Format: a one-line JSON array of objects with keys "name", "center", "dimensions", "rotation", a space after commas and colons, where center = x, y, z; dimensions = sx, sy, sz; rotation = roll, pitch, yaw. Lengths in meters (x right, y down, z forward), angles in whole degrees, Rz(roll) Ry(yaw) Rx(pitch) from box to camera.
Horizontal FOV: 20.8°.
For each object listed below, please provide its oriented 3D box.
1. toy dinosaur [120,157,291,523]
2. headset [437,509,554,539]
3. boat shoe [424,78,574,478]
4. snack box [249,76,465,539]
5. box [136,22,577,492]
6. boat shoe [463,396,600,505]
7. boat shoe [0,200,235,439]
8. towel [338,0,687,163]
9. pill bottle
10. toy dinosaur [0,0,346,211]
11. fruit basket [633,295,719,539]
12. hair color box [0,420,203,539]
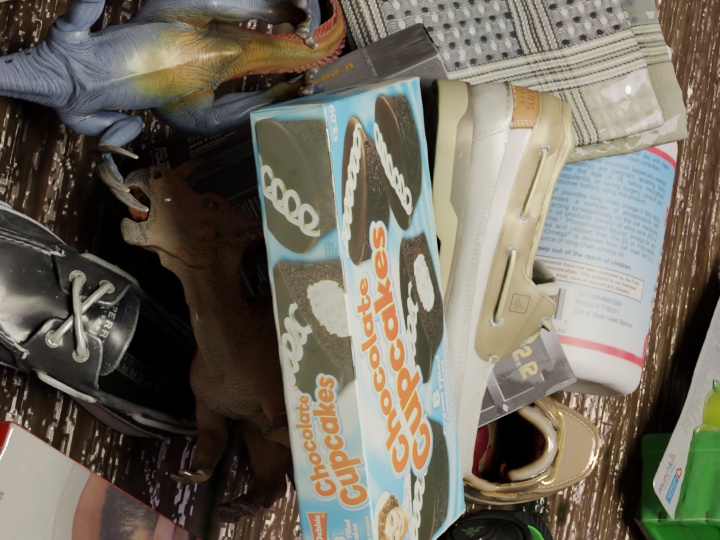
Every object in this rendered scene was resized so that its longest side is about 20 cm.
[{"name": "toy dinosaur", "center": [-0.032, 0.040, 0.910], "dimensions": [0.200, 0.085, 0.136], "rotation": [49, 42, -51]}, {"name": "headset", "center": [0.054, 0.199, 1.113], "dimensions": [0.200, 0.093, 0.125], "rotation": [8, 82, -62]}, {"name": "boat shoe", "center": [0.060, 0.011, 0.926], "dimensions": [0.068, 0.075, 0.202], "rotation": [2, 114, -5]}, {"name": "snack box", "center": [0.002, 0.024, 0.840], "dimensions": [0.116, 0.037, 0.202], "rotation": [-28, 113, -66]}, {"name": "box", "center": [0.000, 0.000, 0.979], "dimensions": [0.157, 0.048, 0.201], "rotation": [-25, 117, 2]}, {"name": "boat shoe", "center": [0.082, 0.099, 1.120], "dimensions": [0.199, 0.069, 0.074], "rotation": [10, 85, -46]}, {"name": "boat shoe", "center": [-0.131, 0.024, 0.891], "dimensions": [0.200, 0.067, 0.072], "rotation": [41, 64, -40]}, {"name": "towel", "center": [0.076, -0.148, 1.049], "dimensions": [0.199, 0.035, 0.194], "rotation": [-12, 79, -29]}, {"name": "pill bottle", "center": [0.122, -0.035, 1.128], "dimensions": [0.108, 0.108, 0.202], "rotation": [19, 79, -45]}, {"name": "toy dinosaur", "center": [-0.106, -0.076, 0.880], "dimensions": [0.200, 0.180, 0.106], "rotation": [-3, 87, -80]}, {"name": "fruit basket", "center": [0.253, 0.123, 1.310], "dimensions": [0.186, 0.093, 0.201], "rotation": [54, 40, -34]}, {"name": "hair color box", "center": [-0.129, 0.159, 0.905], "dimensions": [0.200, 0.064, 0.112], "rotation": [39, 64, -42]}]
